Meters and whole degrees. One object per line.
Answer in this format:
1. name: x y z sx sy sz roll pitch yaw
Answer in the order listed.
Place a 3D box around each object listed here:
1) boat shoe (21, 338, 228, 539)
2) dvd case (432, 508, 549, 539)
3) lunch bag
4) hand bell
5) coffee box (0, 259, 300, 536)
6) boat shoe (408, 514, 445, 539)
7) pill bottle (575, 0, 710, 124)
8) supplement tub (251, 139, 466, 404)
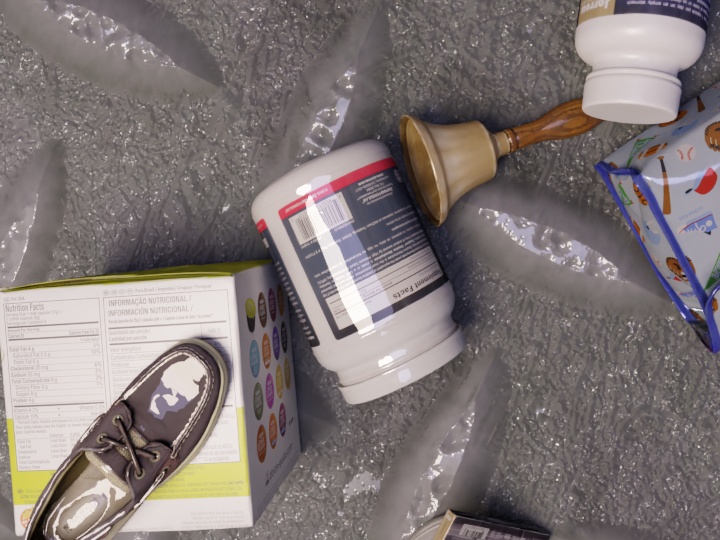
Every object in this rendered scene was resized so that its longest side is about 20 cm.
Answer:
1. boat shoe: -0.171 0.137 0.590 0.072 0.065 0.200 42 96 2
2. dvd case: 0.086 0.322 0.758 0.147 0.016 0.203 23 95 -39
3. lunch bag: 0.335 -0.049 0.713 0.168 0.124 0.202 -31 104 6
4. hand bell: 0.144 -0.123 0.753 0.196 0.104 0.106 -20 92 -7
5. coffee box: -0.172 0.099 0.721 0.195 0.200 0.202 -4 93 6
6. boat shoe: 0.040 0.324 0.781 0.072 0.069 0.200 44 96 1
7. pill bottle: 0.246 -0.237 0.706 0.109 0.111 0.205 8 90 4
8. supplement tub: 0.000 0.000 0.731 0.138 0.140 0.203 -25 91 6
